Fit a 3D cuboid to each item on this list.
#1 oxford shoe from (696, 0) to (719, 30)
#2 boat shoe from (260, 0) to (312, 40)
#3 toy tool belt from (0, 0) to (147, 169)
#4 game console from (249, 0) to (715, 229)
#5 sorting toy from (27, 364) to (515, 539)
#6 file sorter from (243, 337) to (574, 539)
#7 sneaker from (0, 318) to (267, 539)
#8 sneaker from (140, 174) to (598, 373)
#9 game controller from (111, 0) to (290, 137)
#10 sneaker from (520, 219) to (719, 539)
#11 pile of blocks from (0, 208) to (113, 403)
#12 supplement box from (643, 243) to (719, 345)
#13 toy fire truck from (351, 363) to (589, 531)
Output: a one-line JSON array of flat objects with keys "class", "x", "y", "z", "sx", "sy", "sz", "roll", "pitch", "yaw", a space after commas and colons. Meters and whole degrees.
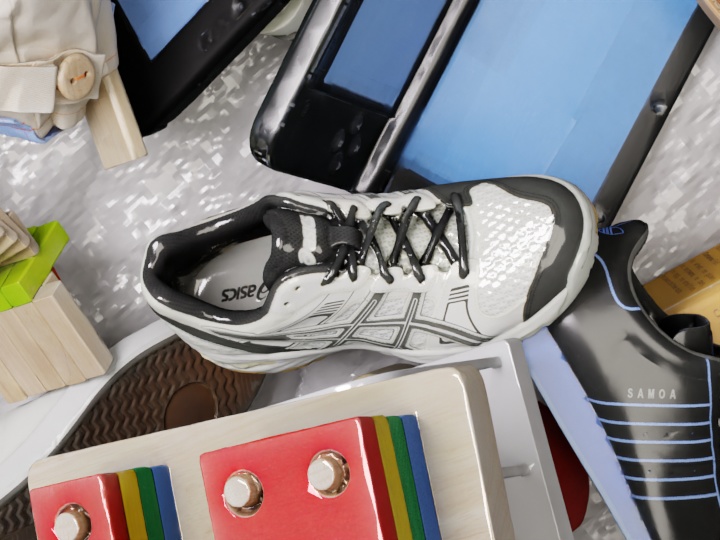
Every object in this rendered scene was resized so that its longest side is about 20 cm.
[{"class": "oxford shoe", "x": 0.221, "y": -0.108, "z": 1.168, "sx": 0.200, "sy": 0.071, "sz": 0.071, "roll": 39, "pitch": 62, "yaw": 19}, {"class": "boat shoe", "x": -0.009, "y": -0.200, "z": 1.201, "sx": 0.072, "sy": 0.060, "sz": 0.203, "roll": 15, "pitch": 93, "yaw": 37}, {"class": "toy tool belt", "x": -0.184, "y": -0.103, "z": 1.167, "sx": 0.125, "sy": 0.199, "sz": 0.123, "roll": -50, "pitch": 136, "yaw": -35}, {"class": "game console", "x": 0.067, "y": -0.106, "z": 1.196, "sx": 0.116, "sy": 0.176, "sz": 0.201, "roll": 29, "pitch": 96, "yaw": 21}, {"class": "sorting toy", "x": -0.038, "y": 0.153, "z": 1.011, "sx": 0.199, "sy": 0.069, "sz": 0.200, "roll": -14, "pitch": 84, "yaw": 27}, {"class": "file sorter", "x": 0.006, "y": 0.144, "z": 1.098, "sx": 0.138, "sy": 0.124, "sz": 0.201, "roll": -18, "pitch": 82, "yaw": 28}, {"class": "sneaker", "x": -0.135, "y": 0.074, "z": 1.233, "sx": 0.200, "sy": 0.085, "sz": 0.073, "roll": -36, "pitch": 122, "yaw": -20}, {"class": "sneaker", "x": 0.000, "y": 0.000, "z": 1.146, "sx": 0.199, "sy": 0.088, "sz": 0.076, "roll": -14, "pitch": 68, "yaw": 20}, {"class": "game controller", "x": -0.066, "y": -0.148, "z": 1.164, "sx": 0.200, "sy": 0.042, "sz": 0.105, "roll": -43, "pitch": 75, "yaw": 32}, {"class": "sneaker", "x": 0.137, "y": 0.073, "z": 1.182, "sx": 0.078, "sy": 0.070, "sz": 0.201, "roll": -30, "pitch": 100, "yaw": 9}, {"class": "pile of blocks", "x": -0.187, "y": -0.027, "z": 1.192, "sx": 0.200, "sy": 0.062, "sz": 0.082, "roll": 37, "pitch": 131, "yaw": -11}, {"class": "supplement box", "x": 0.182, "y": 0.022, "z": 1.246, "sx": 0.199, "sy": 0.069, "sz": 0.067, "roll": -27, "pitch": 101, "yaw": 2}, {"class": "toy fire truck", "x": 0.066, "y": 0.147, "z": 1.190, "sx": 0.199, "sy": 0.129, "sz": 0.177, "roll": 12, "pitch": 98, "yaw": 19}]
